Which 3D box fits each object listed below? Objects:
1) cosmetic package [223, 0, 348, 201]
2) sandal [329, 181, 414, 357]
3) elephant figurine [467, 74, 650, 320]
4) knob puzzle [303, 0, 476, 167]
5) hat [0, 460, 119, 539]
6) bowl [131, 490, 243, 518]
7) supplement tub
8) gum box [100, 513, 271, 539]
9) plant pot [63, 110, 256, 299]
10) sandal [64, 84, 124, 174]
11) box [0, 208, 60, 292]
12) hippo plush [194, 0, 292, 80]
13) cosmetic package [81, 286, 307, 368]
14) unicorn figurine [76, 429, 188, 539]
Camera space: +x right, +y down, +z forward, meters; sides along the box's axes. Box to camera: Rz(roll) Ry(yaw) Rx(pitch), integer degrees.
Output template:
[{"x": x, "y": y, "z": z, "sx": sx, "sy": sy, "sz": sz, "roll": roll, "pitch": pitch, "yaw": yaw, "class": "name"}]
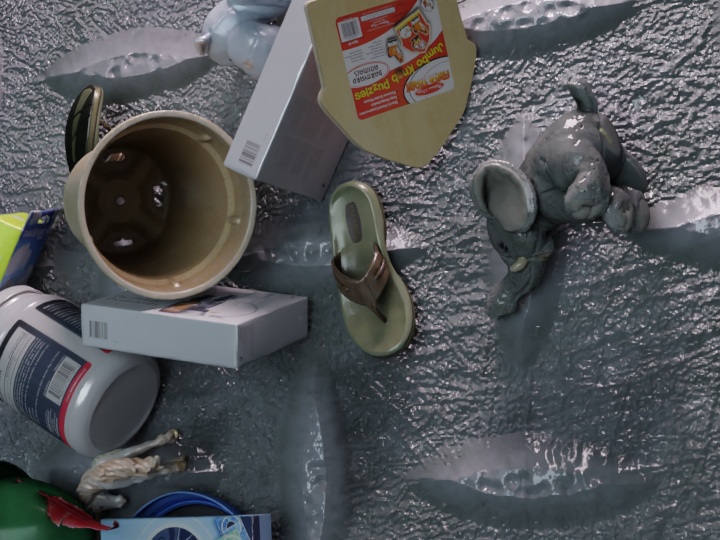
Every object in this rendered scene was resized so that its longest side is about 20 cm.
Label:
[{"x": -0.055, "y": -0.184, "z": 1.454, "sx": 0.052, "sy": 0.151, "sz": 0.200, "roll": 26, "pitch": 95, "yaw": 28, "class": "cosmetic package"}, {"x": -0.001, "y": 0.000, "z": 1.450, "sx": 0.080, "sy": 0.057, "sz": 0.201, "roll": -22, "pitch": 75, "yaw": 22, "class": "sandal"}, {"x": 0.177, "y": -0.066, "z": 1.352, "sx": 0.200, "sy": 0.141, "sz": 0.155, "roll": -22, "pitch": 45, "yaw": 38, "class": "elephant figurine"}, {"x": 0.036, "y": -0.205, "z": 1.417, "sx": 0.030, "sy": 0.219, "sz": 0.220, "roll": 13, "pitch": 90, "yaw": 59, "class": "knob puzzle"}, {"x": -0.314, "y": 0.275, "z": 1.523, "sx": 0.176, "sy": 0.166, "sz": 0.200, "roll": -25, "pitch": 44, "yaw": 10, "class": "hat"}, {"x": -0.190, "y": 0.350, "z": 1.518, "sx": 0.200, "sy": 0.039, "sz": 0.201, "roll": -3, "pitch": 82, "yaw": 25, "class": "bowl"}, {"x": -0.347, "y": 0.114, "z": 1.564, "sx": 0.200, "sy": 0.140, "sz": 0.140, "roll": 28, "pitch": 96, "yaw": 26, "class": "supplement tub"}, {"x": -0.191, "y": 0.355, "z": 1.471, "sx": 0.200, "sy": 0.045, "sz": 0.170, "roll": -7, "pitch": 81, "yaw": 26, "class": "gum box"}, {"x": -0.243, "y": -0.075, "z": 1.500, "sx": 0.183, "sy": 0.200, "sz": 0.201, "roll": 8, "pitch": 86, "yaw": 62, "class": "plant pot"}, {"x": -0.316, "y": -0.125, "z": 1.627, "sx": 0.080, "sy": 0.057, "sz": 0.201, "roll": 12, "pitch": 108, "yaw": 56, "class": "sandal"}, {"x": -0.438, "y": 0.009, "z": 1.629, "sx": 0.048, "sy": 0.122, "sz": 0.200, "roll": 24, "pitch": 95, "yaw": 1, "class": "box"}, {"x": -0.126, "y": -0.303, "z": 1.498, "sx": 0.200, "sy": 0.159, "sz": 0.161, "roll": 33, "pitch": 98, "yaw": 24, "class": "hippo plush"}, {"x": -0.181, "y": 0.055, "z": 1.477, "sx": 0.200, "sy": 0.151, "sz": 0.052, "roll": 6, "pitch": 101, "yaw": 26, "class": "cosmetic package"}, {"x": -0.266, "y": 0.230, "z": 1.528, "sx": 0.137, "sy": 0.200, "sz": 0.074, "roll": -21, "pitch": 68, "yaw": -6, "class": "unicorn figurine"}]
